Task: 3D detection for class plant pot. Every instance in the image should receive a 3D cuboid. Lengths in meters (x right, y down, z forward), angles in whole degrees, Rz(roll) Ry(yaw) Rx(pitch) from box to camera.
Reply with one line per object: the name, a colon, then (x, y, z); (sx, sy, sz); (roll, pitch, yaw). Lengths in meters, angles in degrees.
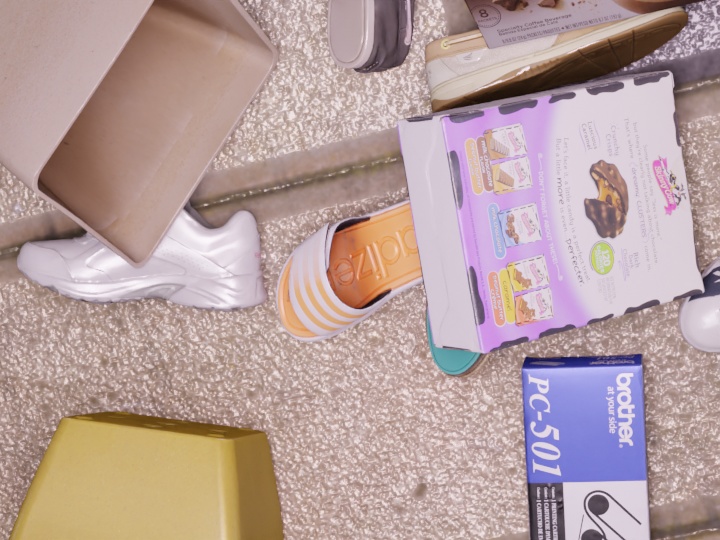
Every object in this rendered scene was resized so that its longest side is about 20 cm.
plant pot: (-0.209, -0.152, 1.416); (0.177, 0.200, 0.200); (31, 84, 23)
plant pot: (-0.160, 0.205, 1.483); (0.199, 0.200, 0.177); (7, 90, 10)

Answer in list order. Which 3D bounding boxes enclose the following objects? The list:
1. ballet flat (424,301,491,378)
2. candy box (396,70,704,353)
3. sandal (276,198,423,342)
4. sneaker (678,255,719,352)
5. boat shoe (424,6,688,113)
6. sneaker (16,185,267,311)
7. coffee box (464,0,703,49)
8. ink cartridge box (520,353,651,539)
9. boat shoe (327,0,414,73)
ballet flat: (0.092, -0.019, 1.454); (0.070, 0.065, 0.201); (13, 104, 23)
candy box: (0.140, -0.045, 1.385); (0.199, 0.071, 0.169); (-13, 97, -27)
sandal: (-0.003, -0.008, 1.446); (0.206, 0.059, 0.079); (-29, 79, 37)
sneaker: (0.321, 0.010, 1.382); (0.198, 0.130, 0.080); (-20, 94, 14)
boat shoe: (0.140, -0.173, 1.417); (0.199, 0.074, 0.067); (-18, 73, 7)
sneaker: (-0.170, -0.022, 1.508); (0.199, 0.078, 0.100); (3, 93, 2)
coffee box: (0.164, -0.238, 1.335); (0.199, 0.080, 0.113); (-10, 139, 22)
ink cartridge box: (0.175, 0.167, 1.480); (0.094, 0.044, 0.201); (-3, 98, 10)
boat shoe: (0.013, -0.249, 1.445); (0.067, 0.057, 0.201); (11, 99, 45)
